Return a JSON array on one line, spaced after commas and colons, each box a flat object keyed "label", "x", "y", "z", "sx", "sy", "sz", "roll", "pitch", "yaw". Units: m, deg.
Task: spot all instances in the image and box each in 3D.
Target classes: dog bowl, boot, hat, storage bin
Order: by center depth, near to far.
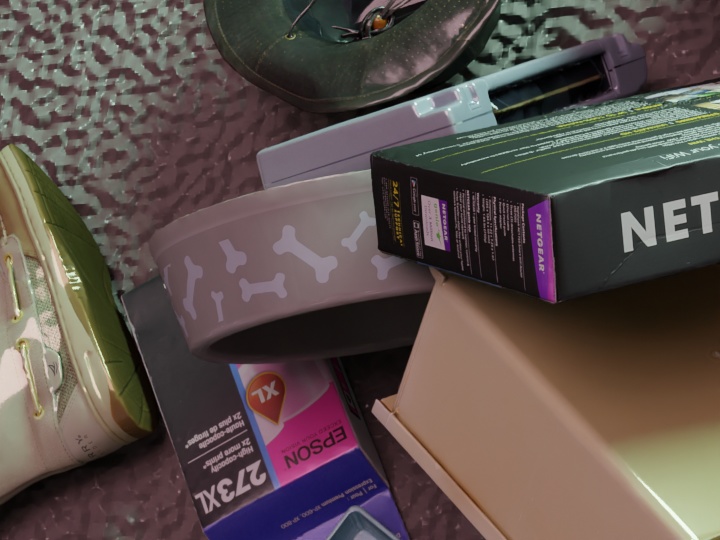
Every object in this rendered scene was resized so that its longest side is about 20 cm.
[{"label": "storage bin", "x": 0.149, "y": 0.070, "z": 1.292, "sx": 0.198, "sy": 0.094, "sz": 0.200, "roll": -15, "pitch": 47, "yaw": -34}, {"label": "dog bowl", "x": 0.000, "y": 0.000, "z": 1.377, "sx": 0.200, "sy": 0.200, "sz": 0.059, "roll": -12, "pitch": 80, "yaw": 20}, {"label": "hat", "x": 0.020, "y": -0.151, "z": 1.515, "sx": 0.200, "sy": 0.081, "sz": 0.201, "roll": -17, "pitch": 54, "yaw": 26}, {"label": "boot", "x": -0.207, "y": 0.041, "z": 1.545, "sx": 0.154, "sy": 0.072, "sz": 0.200, "roll": -32, "pitch": 57, "yaw": 12}]

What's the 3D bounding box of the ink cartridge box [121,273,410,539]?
[{"label": "ink cartridge box", "x": -0.052, "y": 0.075, "z": 1.475, "sx": 0.095, "sy": 0.037, "sz": 0.200, "roll": -29, "pitch": 60, "yaw": 10}]

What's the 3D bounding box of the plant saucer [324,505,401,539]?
[{"label": "plant saucer", "x": 0.048, "y": 0.196, "z": 1.372, "sx": 0.200, "sy": 0.019, "sz": 0.070, "roll": 36, "pitch": 86, "yaw": 31}]

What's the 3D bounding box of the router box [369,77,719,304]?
[{"label": "router box", "x": 0.126, "y": -0.039, "z": 1.252, "sx": 0.149, "sy": 0.200, "sz": 0.051, "roll": 18, "pitch": 117, "yaw": 60}]

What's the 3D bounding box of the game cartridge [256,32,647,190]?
[{"label": "game cartridge", "x": 0.042, "y": -0.073, "z": 1.405, "sx": 0.133, "sy": 0.200, "sz": 0.041, "roll": -11, "pitch": 96, "yaw": 35}]
